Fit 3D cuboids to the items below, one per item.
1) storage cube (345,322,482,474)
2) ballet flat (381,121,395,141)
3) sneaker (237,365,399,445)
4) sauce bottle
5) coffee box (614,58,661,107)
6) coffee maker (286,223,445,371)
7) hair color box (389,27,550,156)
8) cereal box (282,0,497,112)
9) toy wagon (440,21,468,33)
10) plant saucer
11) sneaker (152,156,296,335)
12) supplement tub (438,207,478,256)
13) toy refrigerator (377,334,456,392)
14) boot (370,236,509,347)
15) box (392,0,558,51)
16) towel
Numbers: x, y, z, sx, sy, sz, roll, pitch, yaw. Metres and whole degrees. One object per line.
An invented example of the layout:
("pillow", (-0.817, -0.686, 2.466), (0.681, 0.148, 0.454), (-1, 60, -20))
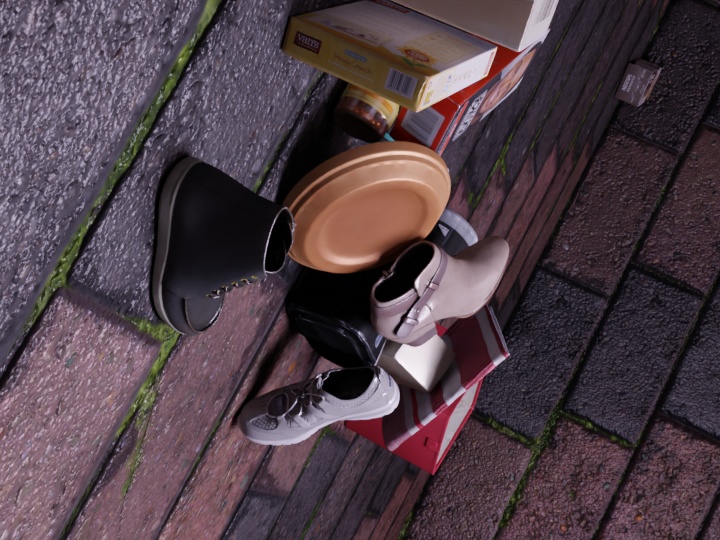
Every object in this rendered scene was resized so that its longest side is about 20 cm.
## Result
("storage cube", (0.095, 0.205, 1.822), (0.171, 0.179, 0.200), (-52, 161, -38))
("ballet flat", (0.067, -0.175, 1.326), (0.068, 0.068, 0.200), (-54, 171, 30))
("sneaker", (-0.056, 0.150, 1.292), (0.082, 0.199, 0.075), (72, 2, -54))
("sauce bottle", (0.040, -0.235, 1.161), (0.201, 0.066, 0.066), (-63, 165, -17))
("coffee box", (0.845, -0.573, 3.244), (0.200, 0.080, 0.113), (-31, 145, -64))
("coffee maker", (0.000, 0.000, 1.324), (0.192, 0.134, 0.200), (50, 60, -32))
("hair color box", (0.123, -0.210, 1.184), (0.200, 0.061, 0.102), (-44, 168, -37))
("cereal box", (0.034, -0.212, 1.021), (0.200, 0.143, 0.040), (-35, 148, -59))
("toy wagon", (0.109, -0.281, 1.260), (0.200, 0.039, 0.155), (-55, -173, 21))
("plant saucer", (0.008, -0.059, 1.156), (0.199, 0.038, 0.200), (-16, 149, -10))
("sneaker", (-0.118, 0.003, 0.928), (0.075, 0.106, 0.200), (-52, 160, -38))
("supplement tub", (0.080, 0.009, 1.564), (0.200, 0.122, 0.123), (-55, 163, -28))
("toy refrigerator", (0.037, 0.101, 1.434), (0.070, 0.076, 0.200), (-52, -157, -16))
("boot", (0.093, 0.006, 1.244), (0.200, 0.070, 0.146), (-48, 150, -10))
("box", (0.077, -0.275, 0.953), (0.095, 0.199, 0.078), (-40, 151, -55))
("towel", (0.102, 0.134, 1.392), (0.200, 0.023, 0.144), (-41, -159, 14))
